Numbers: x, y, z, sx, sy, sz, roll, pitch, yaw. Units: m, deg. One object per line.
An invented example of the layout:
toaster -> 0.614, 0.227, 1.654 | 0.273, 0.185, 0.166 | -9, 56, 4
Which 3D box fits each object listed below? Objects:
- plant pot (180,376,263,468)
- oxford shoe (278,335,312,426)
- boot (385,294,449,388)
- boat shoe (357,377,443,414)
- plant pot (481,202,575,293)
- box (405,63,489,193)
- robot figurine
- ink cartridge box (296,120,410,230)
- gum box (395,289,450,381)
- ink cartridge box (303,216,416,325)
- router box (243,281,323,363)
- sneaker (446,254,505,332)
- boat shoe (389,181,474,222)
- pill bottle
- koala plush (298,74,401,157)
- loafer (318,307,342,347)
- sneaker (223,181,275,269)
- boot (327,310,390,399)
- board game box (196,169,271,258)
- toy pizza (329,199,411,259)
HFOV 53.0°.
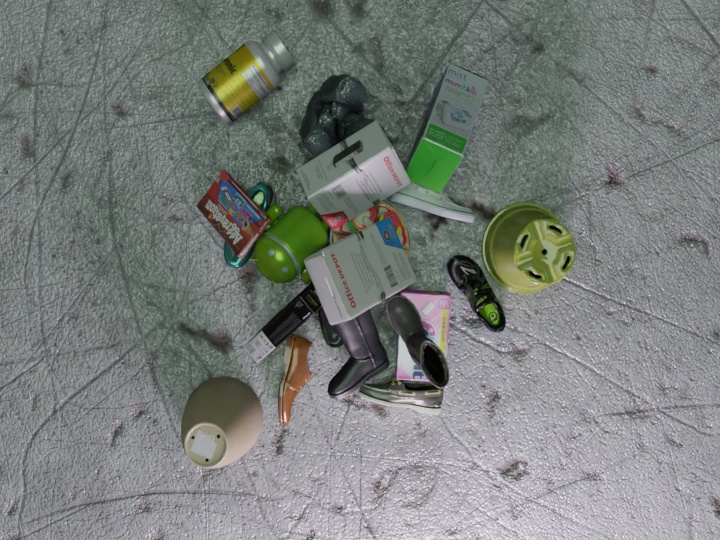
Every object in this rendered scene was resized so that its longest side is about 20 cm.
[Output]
plant pot -> -0.313, 0.347, 1.558 | 0.181, 0.200, 0.194 | 0, 95, 0
oxford shoe -> -0.147, 0.251, 1.619 | 0.069, 0.071, 0.206 | 10, 93, -6
boot -> 0.114, 0.141, 1.477 | 0.072, 0.200, 0.184 | -32, 93, 4
boat shoe -> 0.091, 0.273, 1.620 | 0.196, 0.072, 0.062 | 12, 94, -8
plant pot -> 0.370, -0.043, 1.542 | 0.194, 0.184, 0.207 | 0, 95, 0
box -> 0.171, -0.289, 1.494 | 0.094, 0.200, 0.180 | 22, 72, -2
robot figurine -> -0.148, -0.056, 1.552 | 0.176, 0.115, 0.200 | 49, 63, -8
ink cartridge box -> -0.012, -0.193, 1.488 | 0.197, 0.144, 0.085 | -29, 60, 7
gum box -> 0.138, 0.149, 1.612 | 0.110, 0.066, 0.207 | 3, 94, 1
ink cartridge box -> 0.000, 0.000, 1.473 | 0.197, 0.084, 0.149 | -26, 94, -36
router box -> -0.144, 0.096, 1.530 | 0.051, 0.149, 0.199 | 47, 120, -3
sneaker -> 0.264, 0.050, 1.598 | 0.070, 0.083, 0.202 | -34, 93, 2
boat shoe -> 0.162, -0.159, 1.587 | 0.194, 0.074, 0.069 | 15, 94, -1
pill bottle -> -0.241, -0.418, 1.549 | 0.198, 0.111, 0.112 | -37, 94, 2
koala plush -> -0.016, -0.301, 1.552 | 0.197, 0.184, 0.180 | 30, 100, -23
loafer -> -0.064, 0.071, 1.604 | 0.066, 0.070, 0.207 | -3, 94, 0
sneaker -> -0.251, -0.102, 1.587 | 0.076, 0.080, 0.205 | 22, 94, -2
boot -> -0.033, 0.156, 1.571 | 0.163, 0.065, 0.204 | -32, 120, -18
board game box -> -0.275, -0.124, 1.553 | 0.104, 0.019, 0.200 | -51, 53, 7
toy pizza -> 0.027, -0.066, 1.577 | 0.194, 0.032, 0.207 | 3, 83, -22
